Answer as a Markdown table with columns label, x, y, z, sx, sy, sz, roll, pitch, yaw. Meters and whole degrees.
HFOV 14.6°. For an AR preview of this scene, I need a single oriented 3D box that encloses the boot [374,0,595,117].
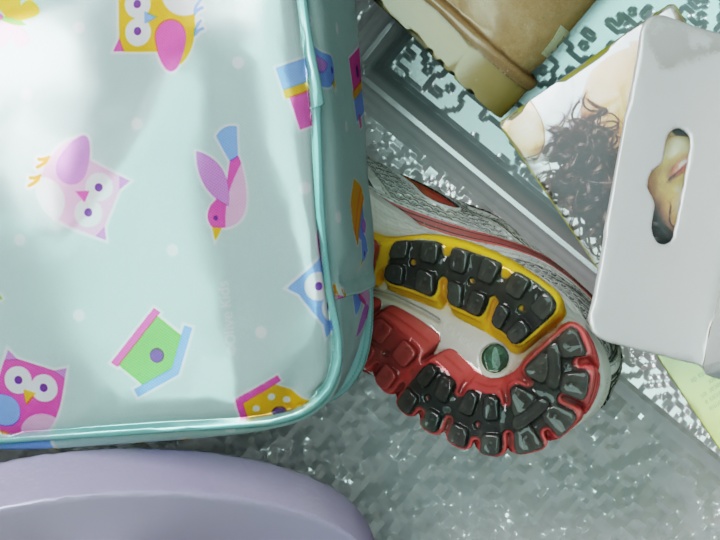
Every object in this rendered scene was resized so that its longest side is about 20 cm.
| label | x | y | z | sx | sy | sz | roll | pitch | yaw |
| --- | --- | --- | --- | --- | --- | --- | --- | --- | --- |
| boot | 0.057 | -0.178 | 0.942 | 0.175 | 0.066 | 0.200 | 42 | 96 | -7 |

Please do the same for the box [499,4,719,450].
| label | x | y | z | sx | sy | sz | roll | pitch | yaw |
| --- | --- | --- | --- | --- | --- | --- | --- | --- | --- |
| box | 0.132 | 0.013 | 0.948 | 0.075 | 0.050 | 0.200 | -35 | 90 | 7 |

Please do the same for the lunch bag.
| label | x | y | z | sx | sy | sz | roll | pitch | yaw |
| --- | --- | --- | --- | --- | --- | --- | --- | --- | --- |
| lunch bag | -0.081 | -0.046 | 0.887 | 0.159 | 0.077 | 0.201 | -6 | 91 | 11 |

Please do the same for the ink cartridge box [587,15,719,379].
| label | x | y | z | sx | sy | sz | roll | pitch | yaw |
| --- | --- | --- | --- | --- | --- | --- | --- | --- | --- |
| ink cartridge box | 0.182 | -0.013 | 0.893 | 0.199 | 0.067 | 0.117 | 13 | 78 | -12 |

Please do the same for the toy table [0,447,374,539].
| label | x | y | z | sx | sy | sz | roll | pitch | yaw |
| --- | --- | --- | --- | --- | --- | --- | --- | --- | --- |
| toy table | -0.081 | 0.142 | 0.875 | 0.199 | 0.117 | 0.184 | -13 | 136 | -5 |

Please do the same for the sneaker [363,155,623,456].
| label | x | y | z | sx | sy | sz | roll | pitch | yaw |
| --- | --- | --- | --- | --- | --- | --- | --- | --- | --- |
| sneaker | 0.000 | 0.000 | 0.954 | 0.199 | 0.082 | 0.078 | 33 | 105 | 19 |
